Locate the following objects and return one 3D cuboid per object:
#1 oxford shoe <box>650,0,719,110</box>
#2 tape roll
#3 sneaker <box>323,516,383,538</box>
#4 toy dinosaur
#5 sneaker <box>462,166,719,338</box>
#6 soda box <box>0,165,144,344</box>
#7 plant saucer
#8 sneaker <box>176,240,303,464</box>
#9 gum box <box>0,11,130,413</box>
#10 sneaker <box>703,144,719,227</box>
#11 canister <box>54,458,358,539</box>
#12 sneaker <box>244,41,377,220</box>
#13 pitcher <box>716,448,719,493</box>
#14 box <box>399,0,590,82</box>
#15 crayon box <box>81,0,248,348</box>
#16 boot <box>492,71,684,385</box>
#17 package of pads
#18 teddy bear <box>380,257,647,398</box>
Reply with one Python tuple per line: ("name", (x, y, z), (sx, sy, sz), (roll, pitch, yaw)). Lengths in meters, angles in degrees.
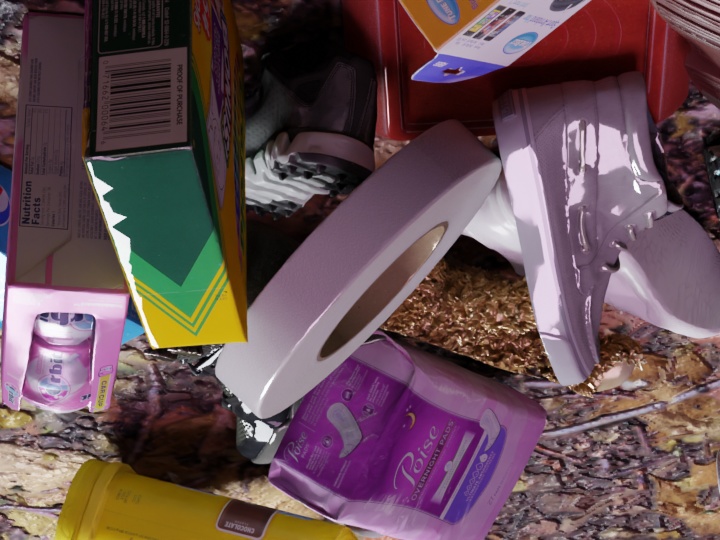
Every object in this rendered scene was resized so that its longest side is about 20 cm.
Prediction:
("oxford shoe", (0.205, -0.148, 1.273), (0.070, 0.075, 0.200), (32, 171, 22))
("tape roll", (0.000, 0.000, 1.343), (0.037, 0.203, 0.203), (43, 142, 9))
("sneaker", (-0.013, 0.145, 1.685), (0.074, 0.087, 0.200), (-10, 146, 10))
("toy dinosaur", (-0.075, 0.008, 1.437), (0.199, 0.103, 0.077), (8, 171, -8))
("sneaker", (0.143, -0.011, 1.493), (0.200, 0.076, 0.088), (28, 149, -28))
("soda box", (-0.222, -0.015, 1.460), (0.068, 0.064, 0.200), (-27, 138, 33))
("plant saucer", (0.090, -0.136, 1.324), (0.199, 0.037, 0.200), (-4, 146, 1))
("sneaker", (-0.084, 0.051, 1.558), (0.114, 0.076, 0.200), (5, 142, -7))
("gum box", (-0.161, -0.029, 1.320), (0.066, 0.201, 0.114), (4, 144, -8))
("sneaker", (0.271, -0.008, 1.485), (0.086, 0.078, 0.200), (-12, 145, 8))
("canister", (-0.101, 0.209, 1.709), (0.199, 0.087, 0.149), (12, 160, 16))
("sneaker", (-0.045, -0.083, 1.368), (0.066, 0.091, 0.200), (19, 166, -27))
("pitcher", (0.377, 0.129, 1.674), (0.171, 0.122, 0.200), (-2, 163, -39))
("box", (0.104, -0.165, 1.184), (0.200, 0.042, 0.119), (-36, 169, 18))
("crayon box", (-0.097, -0.089, 1.237), (0.058, 0.201, 0.173), (-6, 146, 5))
("boot", (0.140, -0.021, 1.368), (0.095, 0.074, 0.201), (-11, 127, 7))
("package of pads", (0.036, 0.115, 1.577), (0.076, 0.121, 0.200), (26, -179, 34))
("teddy bear", (0.086, 0.026, 1.507), (0.199, 0.067, 0.145), (19, 179, 12))
